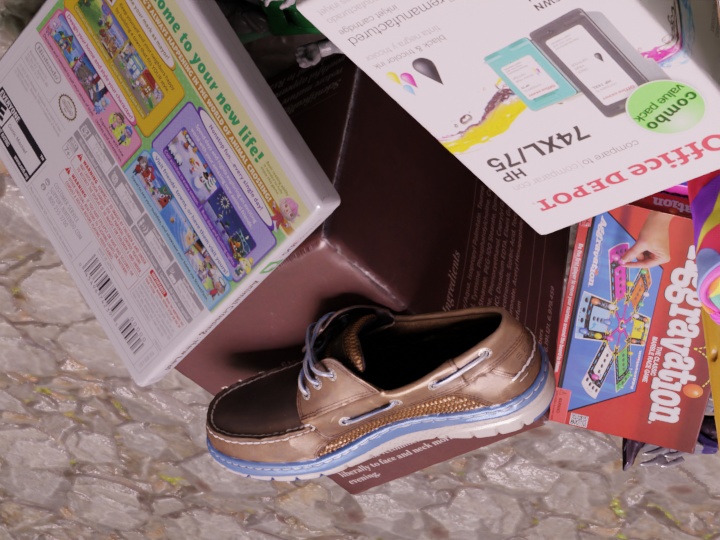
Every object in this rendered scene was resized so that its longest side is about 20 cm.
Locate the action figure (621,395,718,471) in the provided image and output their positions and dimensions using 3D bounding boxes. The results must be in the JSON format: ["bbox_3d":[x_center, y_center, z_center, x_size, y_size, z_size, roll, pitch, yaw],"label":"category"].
[{"bbox_3d":[0.278,0.104,1.324,0.198,0.070,0.131,9,138,-1],"label":"action figure"}]

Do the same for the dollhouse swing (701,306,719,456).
[{"bbox_3d":[0.314,0.032,1.083,0.174,0.184,0.200,8,152,-21],"label":"dollhouse swing"}]

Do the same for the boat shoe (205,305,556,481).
[{"bbox_3d":[0.001,0.055,1.067,0.198,0.073,0.073,-15,132,14],"label":"boat shoe"}]

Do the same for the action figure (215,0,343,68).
[{"bbox_3d":[-0.031,-0.149,1.088,0.198,0.055,0.118,3,153,16],"label":"action figure"}]

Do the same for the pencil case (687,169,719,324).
[{"bbox_3d":[0.209,-0.055,1.035,0.087,0.201,0.089,2,136,2],"label":"pencil case"}]

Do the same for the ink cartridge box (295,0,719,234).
[{"bbox_3d":[0.095,-0.147,0.979,0.146,0.147,0.200,-21,134,37],"label":"ink cartridge box"}]

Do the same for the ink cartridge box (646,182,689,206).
[{"bbox_3d":[0.208,-0.026,1.202,0.094,0.037,0.201,11,141,3],"label":"ink cartridge box"}]

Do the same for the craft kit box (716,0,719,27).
[{"bbox_3d":[0.256,-0.131,0.895,0.198,0.049,0.198,-25,135,-6],"label":"craft kit box"}]

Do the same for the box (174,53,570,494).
[{"bbox_3d":[0.000,0.000,1.182,0.165,0.165,0.200,-23,131,37],"label":"box"}]

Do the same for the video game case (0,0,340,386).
[{"bbox_3d":[-0.118,-0.067,1.079,0.182,0.022,0.201,-42,74,37],"label":"video game case"}]

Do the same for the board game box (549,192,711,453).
[{"bbox_3d":[0.174,0.032,1.220,0.102,0.020,0.201,12,136,7],"label":"board game box"}]
